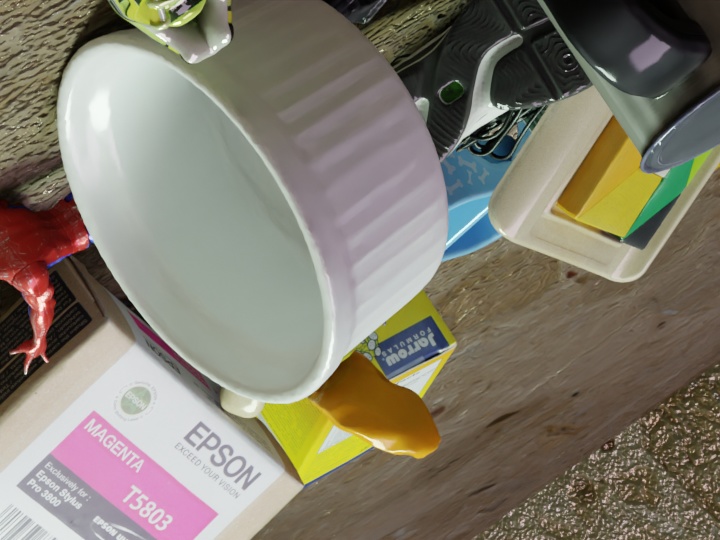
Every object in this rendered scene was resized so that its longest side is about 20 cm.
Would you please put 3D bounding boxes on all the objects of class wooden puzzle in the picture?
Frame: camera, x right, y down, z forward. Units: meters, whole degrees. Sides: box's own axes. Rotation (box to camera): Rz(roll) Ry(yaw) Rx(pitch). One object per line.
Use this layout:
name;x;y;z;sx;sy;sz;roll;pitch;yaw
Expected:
wooden puzzle;0.170;-0.080;1.587;0.185;0.037;0.200;-57;152;7

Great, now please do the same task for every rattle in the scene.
rattle;0.000;0.000;1.565;0.200;0.143;0.130;-68;165;16

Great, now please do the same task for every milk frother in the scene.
milk frother;0.097;-0.129;1.382;0.180;0.188;0.200;-18;160;-46

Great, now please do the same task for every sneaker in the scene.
sneaker;0.068;-0.122;1.512;0.200;0.076;0.115;-31;-166;9
sneaker;-0.086;-0.146;1.136;0.075;0.076;0.200;-32;166;3

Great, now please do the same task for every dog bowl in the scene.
dog bowl;0.058;-0.047;1.777;0.111;0.050;0.200;-42;165;33

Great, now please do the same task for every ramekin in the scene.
ramekin;-0.049;-0.044;1.343;0.098;0.201;0.201;-34;169;-31

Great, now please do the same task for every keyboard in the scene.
keyboard;0.096;-0.099;1.605;0.200;0.040;0.104;-35;-174;35

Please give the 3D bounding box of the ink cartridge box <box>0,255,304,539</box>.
ink cartridge box;-0.156;0.115;1.583;0.165;0.075;0.200;-44;130;3

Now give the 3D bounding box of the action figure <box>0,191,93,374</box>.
action figure;-0.141;-0.019;1.482;0.200;0.065;0.099;-27;157;-24

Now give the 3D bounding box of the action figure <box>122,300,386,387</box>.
action figure;-0.060;0.012;1.692;0.200;0.119;0.102;-35;173;35

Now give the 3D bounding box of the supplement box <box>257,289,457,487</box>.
supplement box;-0.022;0.067;1.984;0.109;0.110;0.200;-28;167;-21

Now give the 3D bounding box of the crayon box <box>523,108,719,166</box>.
crayon box;0.161;-0.106;1.754;0.052;0.126;0.200;-39;166;21
